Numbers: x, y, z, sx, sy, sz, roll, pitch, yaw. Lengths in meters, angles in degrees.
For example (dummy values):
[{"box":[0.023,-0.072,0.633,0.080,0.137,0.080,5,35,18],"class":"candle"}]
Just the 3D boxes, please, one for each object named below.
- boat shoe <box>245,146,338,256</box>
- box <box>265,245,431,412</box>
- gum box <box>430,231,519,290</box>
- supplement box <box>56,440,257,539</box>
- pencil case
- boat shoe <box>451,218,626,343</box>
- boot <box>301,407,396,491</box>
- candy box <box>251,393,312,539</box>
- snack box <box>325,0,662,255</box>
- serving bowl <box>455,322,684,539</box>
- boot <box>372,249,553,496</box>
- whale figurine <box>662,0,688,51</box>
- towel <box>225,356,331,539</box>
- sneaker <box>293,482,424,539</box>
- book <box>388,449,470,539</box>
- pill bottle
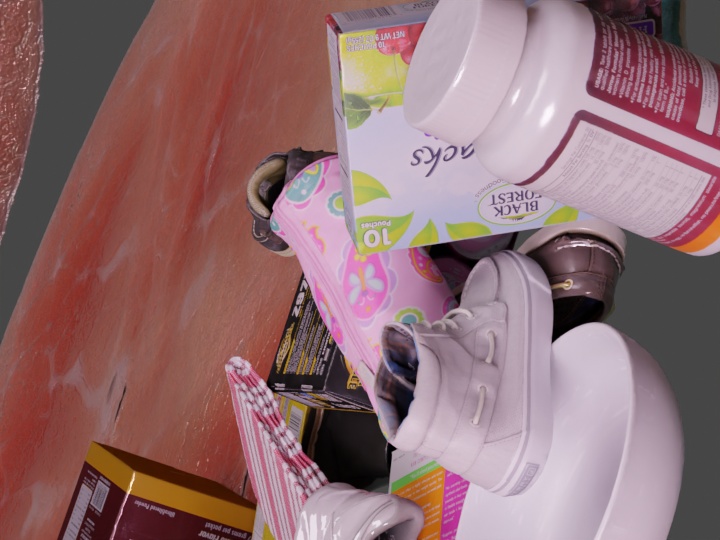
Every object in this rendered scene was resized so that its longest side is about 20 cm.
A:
[{"box":[-0.053,-0.059,1.509,0.200,0.065,0.074,150,136,-68],"class":"boat shoe"},{"box":[0.000,0.000,1.469,0.160,0.049,0.201,168,121,-74],"class":"box"},{"box":[0.072,-0.046,1.497,0.201,0.066,0.113,-70,17,0],"class":"gum box"},{"box":[-0.197,0.280,1.823,0.201,0.132,0.197,-71,19,-3],"class":"supplement box"},{"box":[0.013,0.020,1.325,0.088,0.087,0.201,-54,54,40],"class":"pencil case"},{"box":[0.102,0.037,1.326,0.200,0.072,0.060,-41,30,45],"class":"boat shoe"},{"box":[0.018,0.078,1.537,0.138,0.077,0.201,-24,60,58],"class":"boot"},{"box":[-0.060,0.184,1.642,0.102,0.026,0.201,-157,76,-75],"class":"candy box"},{"box":[0.085,-0.096,1.237,0.053,0.199,0.143,-118,20,-65],"class":"snack box"},{"box":[0.127,0.133,1.150,0.200,0.066,0.200,-58,18,32],"class":"serving bowl"},{"box":[0.058,0.043,1.200,0.074,0.095,0.200,-57,19,31],"class":"boot"},{"box":[0.131,-0.127,1.339,0.200,0.103,0.160,-20,70,52],"class":"whale figurine"},{"box":[-0.047,0.171,1.501,0.200,0.030,0.147,-126,22,-51],"class":"towel"},{"box":[0.000,0.234,1.292,0.099,0.078,0.201,-9,74,48],"class":"sneaker"},{"box":[0.059,0.197,1.319,0.134,0.048,0.201,-40,37,55],"class":"book"},{"box":[0.132,-0.090,1.158,0.110,0.199,0.110,-55,23,37],"class":"pill bottle"}]
